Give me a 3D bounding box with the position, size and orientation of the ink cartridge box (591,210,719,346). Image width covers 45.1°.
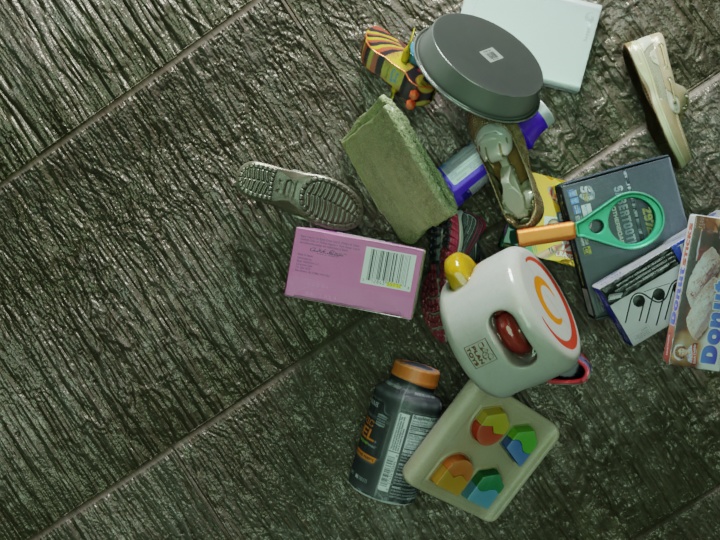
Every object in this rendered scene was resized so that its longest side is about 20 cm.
[{"bbox_3d":[0.427,0.010,1.178,0.200,0.044,0.094,-31,95,3],"label":"ink cartridge box"}]

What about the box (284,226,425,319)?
[{"bbox_3d":[0.000,0.000,1.240,0.175,0.200,0.097,11,92,5],"label":"box"}]

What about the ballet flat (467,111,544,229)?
[{"bbox_3d":[0.202,-0.146,1.202,0.070,0.065,0.200,-23,102,25],"label":"ballet flat"}]

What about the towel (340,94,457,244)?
[{"bbox_3d":[0.055,-0.144,1.271,0.036,0.148,0.200,-31,88,-33],"label":"towel"}]

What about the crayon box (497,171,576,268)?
[{"bbox_3d":[0.315,-0.065,1.280,0.199,0.058,0.119,16,93,3],"label":"crayon box"}]

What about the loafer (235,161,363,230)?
[{"bbox_3d":[-0.091,-0.117,1.313,0.199,0.068,0.076,20,95,-12],"label":"loafer"}]

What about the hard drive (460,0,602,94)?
[{"bbox_3d":[0.245,-0.353,1.296,0.199,0.026,0.132,15,93,5],"label":"hard drive"}]

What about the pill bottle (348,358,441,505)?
[{"bbox_3d":[0.058,0.235,1.289,0.106,0.106,0.201,16,92,4],"label":"pill bottle"}]

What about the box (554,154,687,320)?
[{"bbox_3d":[0.377,-0.046,1.222,0.157,0.051,0.201,-15,93,2],"label":"box"}]

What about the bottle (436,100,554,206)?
[{"bbox_3d":[0.193,-0.174,1.276,0.200,0.084,0.065,-39,88,6],"label":"bottle"}]

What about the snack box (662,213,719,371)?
[{"bbox_3d":[0.454,0.029,1.145,0.072,0.024,0.201,8,97,-3],"label":"snack box"}]

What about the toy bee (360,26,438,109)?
[{"bbox_3d":[0.076,-0.286,1.261,0.200,0.109,0.131,15,132,25],"label":"toy bee"}]

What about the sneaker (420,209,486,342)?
[{"bbox_3d":[0.143,0.011,1.293,0.074,0.081,0.201,4,101,-25],"label":"sneaker"}]

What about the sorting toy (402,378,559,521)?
[{"bbox_3d":[0.183,0.269,1.269,0.200,0.036,0.185,34,95,-32],"label":"sorting toy"}]

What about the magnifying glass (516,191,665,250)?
[{"bbox_3d":[0.315,-0.059,1.189,0.199,0.022,0.080,-9,93,6],"label":"magnifying glass"}]

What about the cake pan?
[{"bbox_3d":[0.170,-0.287,1.204,0.200,0.200,0.037,35,134,3],"label":"cake pan"}]

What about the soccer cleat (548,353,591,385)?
[{"bbox_3d":[0.242,0.132,1.284,0.199,0.076,0.067,9,92,4],"label":"soccer cleat"}]

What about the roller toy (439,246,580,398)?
[{"bbox_3d":[0.197,0.072,1.182,0.140,0.200,0.183,-29,50,26],"label":"roller toy"}]

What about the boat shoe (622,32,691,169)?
[{"bbox_3d":[0.446,-0.248,1.261,0.065,0.072,0.201,-20,84,6],"label":"boat shoe"}]
